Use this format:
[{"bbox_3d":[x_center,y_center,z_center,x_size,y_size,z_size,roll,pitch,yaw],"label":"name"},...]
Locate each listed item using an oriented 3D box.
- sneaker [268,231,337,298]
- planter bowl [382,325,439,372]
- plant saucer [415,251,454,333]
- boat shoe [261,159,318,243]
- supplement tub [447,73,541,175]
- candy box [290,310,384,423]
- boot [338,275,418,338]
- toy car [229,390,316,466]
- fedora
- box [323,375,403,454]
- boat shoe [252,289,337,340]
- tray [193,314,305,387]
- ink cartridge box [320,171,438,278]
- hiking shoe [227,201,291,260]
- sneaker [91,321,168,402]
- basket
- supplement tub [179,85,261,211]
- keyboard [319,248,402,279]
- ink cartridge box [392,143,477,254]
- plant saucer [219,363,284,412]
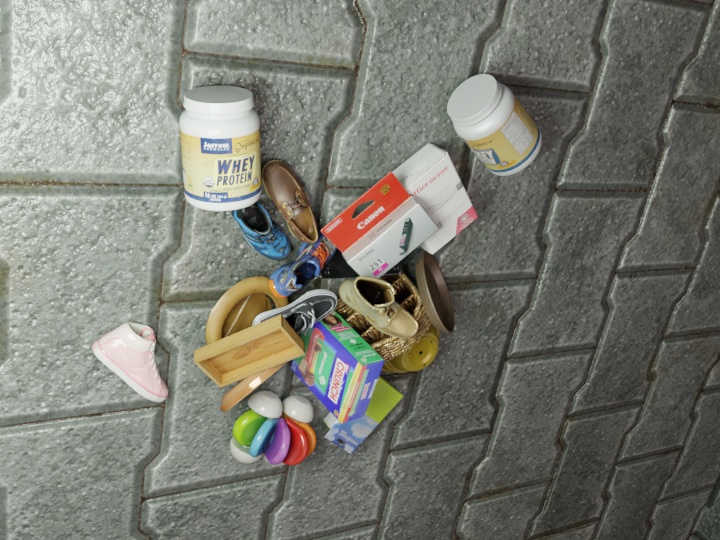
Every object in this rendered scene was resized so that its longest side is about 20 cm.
[{"bbox_3d":[-0.103,-0.013,1.636,0.200,0.078,0.075,-50,118,-33],"label":"sneaker"},{"bbox_3d":[0.130,0.186,1.920,0.200,0.083,0.201,-15,122,-24],"label":"planter bowl"},{"bbox_3d":[0.173,0.054,1.825,0.029,0.200,0.200,-17,131,18],"label":"plant saucer"},{"bbox_3d":[-0.135,-0.138,1.589,0.072,0.068,0.200,-35,128,-11],"label":"boat shoe"},{"bbox_3d":[0.293,-0.318,1.708,0.145,0.145,0.200,-50,129,1],"label":"supplement tub"},{"bbox_3d":[-0.054,0.207,1.719,0.077,0.200,0.169,-12,131,-42],"label":"candy box"},{"bbox_3d":[0.055,0.078,1.661,0.200,0.155,0.073,36,77,-7],"label":"boot"},{"bbox_3d":[-0.190,0.382,1.784,0.200,0.150,0.175,17,106,-37],"label":"toy car"},{"bbox_3d":[-0.248,0.098,1.638,0.200,0.082,0.201,-15,116,-32],"label":"fedora"},{"bbox_3d":[0.001,0.353,1.953,0.200,0.048,0.122,-48,129,0],"label":"box"},{"bbox_3d":[-0.125,0.098,1.631,0.200,0.068,0.072,-18,118,-31],"label":"boat shoe"},{"bbox_3d":[-0.222,0.163,1.563,0.200,0.037,0.099,-22,133,14],"label":"tray"},{"bbox_3d":[0.043,-0.086,1.657,0.200,0.044,0.174,-40,131,7],"label":"ink cartridge box"},{"bbox_3d":[-0.202,-0.078,1.568,0.074,0.087,0.200,-44,129,-4],"label":"hiking shoe"},{"bbox_3d":[-0.433,0.181,1.571,0.105,0.075,0.200,-40,125,-1],"label":"sneaker"},{"bbox_3d":[0.049,0.105,1.784,0.200,0.143,0.149,-36,127,-8],"label":"basket"},{"bbox_3d":[-0.254,-0.224,1.420,0.144,0.144,0.200,-13,121,-26],"label":"supplement tub"},{"bbox_3d":[0.000,0.000,1.744,0.199,0.021,0.127,-3,94,-18],"label":"keyboard"},{"bbox_3d":[0.156,-0.160,1.748,0.146,0.085,0.200,-39,131,-7],"label":"ink cartridge box"},{"bbox_3d":[-0.224,0.230,1.676,0.200,0.200,0.032,-40,89,-7],"label":"plant saucer"}]
